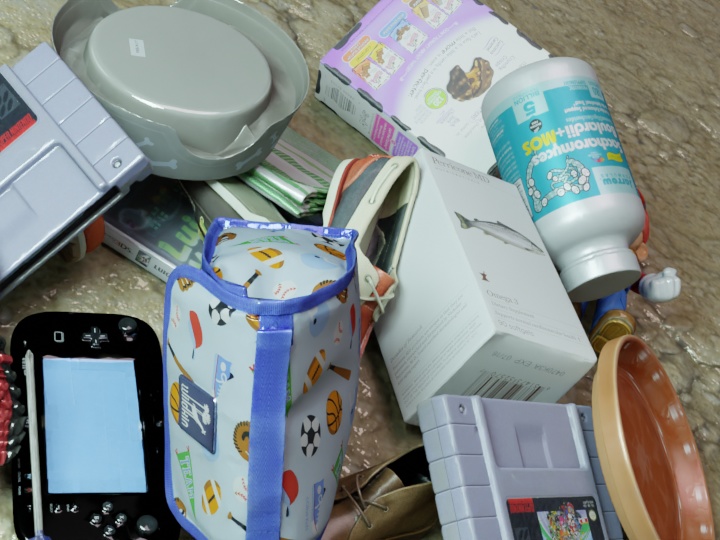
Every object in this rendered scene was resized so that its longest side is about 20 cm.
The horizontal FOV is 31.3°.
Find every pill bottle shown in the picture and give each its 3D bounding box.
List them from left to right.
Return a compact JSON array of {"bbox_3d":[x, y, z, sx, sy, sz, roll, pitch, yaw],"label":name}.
[{"bbox_3d":[0.184,-0.078,1.135,0.110,0.111,0.202,-2,67,-36],"label":"pill bottle"}]

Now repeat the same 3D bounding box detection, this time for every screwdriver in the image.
[{"bbox_3d":[-0.192,0.143,0.768,0.028,0.029,0.202,-6,62,-8],"label":"screwdriver"}]

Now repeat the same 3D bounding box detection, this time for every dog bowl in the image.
[{"bbox_3d":[-0.142,-0.147,0.994,0.198,0.059,0.201,13,40,-11],"label":"dog bowl"}]

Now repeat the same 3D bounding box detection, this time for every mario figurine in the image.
[{"bbox_3d":[0.233,-0.023,1.212,0.124,0.106,0.201,47,39,-20],"label":"mario figurine"}]

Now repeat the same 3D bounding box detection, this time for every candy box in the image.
[{"bbox_3d":[0.083,-0.181,1.263,0.200,0.072,0.168,39,68,11],"label":"candy box"}]

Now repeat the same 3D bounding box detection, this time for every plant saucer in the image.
[{"bbox_3d":[0.228,0.151,1.010,0.200,0.032,0.202,44,35,-43],"label":"plant saucer"}]

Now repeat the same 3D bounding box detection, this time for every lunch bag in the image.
[{"bbox_3d":[-0.060,0.069,0.800,0.122,0.172,0.200,3,16,-3],"label":"lunch bag"}]

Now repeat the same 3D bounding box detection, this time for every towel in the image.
[{"bbox_3d":[-0.068,-0.096,1.094,0.152,0.024,0.200,33,16,14],"label":"towel"}]

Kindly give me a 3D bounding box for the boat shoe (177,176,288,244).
[{"bbox_3d":[-0.094,-0.030,0.991,0.071,0.061,0.201,21,14,-43],"label":"boat shoe"}]

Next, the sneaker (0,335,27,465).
[{"bbox_3d":[-0.277,0.033,0.791,0.079,0.095,0.202,44,28,-68],"label":"sneaker"}]

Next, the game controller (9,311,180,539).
[{"bbox_3d":[-0.177,0.106,0.846,0.103,0.042,0.201,10,42,-25],"label":"game controller"}]

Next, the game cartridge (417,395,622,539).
[{"bbox_3d":[0.122,0.158,0.914,0.199,0.038,0.131,11,58,-50],"label":"game cartridge"}]

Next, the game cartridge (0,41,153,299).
[{"bbox_3d":[-0.256,-0.052,0.874,0.200,0.038,0.130,-41,74,-6],"label":"game cartridge"}]

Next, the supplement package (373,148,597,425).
[{"bbox_3d":[0.084,0.021,1.043,0.116,0.117,0.201,16,39,-35],"label":"supplement package"}]

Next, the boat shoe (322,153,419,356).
[{"bbox_3d":[0.000,0.000,1.003,0.071,0.062,0.202,41,55,-50],"label":"boat shoe"}]

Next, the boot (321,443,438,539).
[{"bbox_3d":[-0.011,0.162,0.870,0.199,0.076,0.074,-15,58,-42],"label":"boot"}]

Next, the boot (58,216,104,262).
[{"bbox_3d":[-0.207,-0.091,0.991,0.106,0.075,0.201,-9,48,-16],"label":"boot"}]

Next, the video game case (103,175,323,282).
[{"bbox_3d":[-0.105,-0.040,1.073,0.181,0.023,0.200,32,38,1],"label":"video game case"}]
